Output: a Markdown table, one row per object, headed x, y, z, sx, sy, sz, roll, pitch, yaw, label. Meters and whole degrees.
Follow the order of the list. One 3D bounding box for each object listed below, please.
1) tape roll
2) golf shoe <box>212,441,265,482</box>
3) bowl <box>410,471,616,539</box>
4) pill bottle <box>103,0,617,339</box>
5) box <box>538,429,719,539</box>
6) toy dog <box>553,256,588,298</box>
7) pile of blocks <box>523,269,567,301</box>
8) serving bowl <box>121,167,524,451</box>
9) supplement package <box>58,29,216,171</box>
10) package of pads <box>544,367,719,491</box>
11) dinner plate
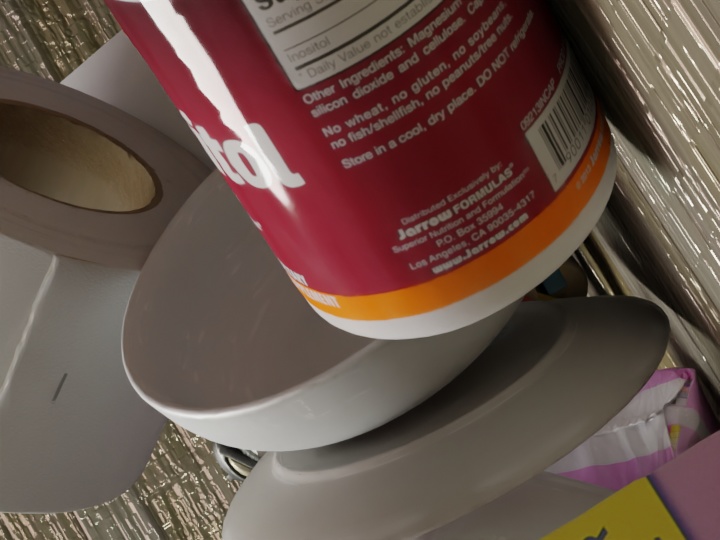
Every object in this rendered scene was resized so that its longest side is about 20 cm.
| x | y | z | sx | sy | sz | roll | pitch | yaw | label |
| --- | --- | --- | --- | --- | --- | --- | --- | --- | --- |
| -0.171 | 0.003 | 0.853 | 0.202 | 0.139 | 0.203 | 22 | -159 | -9 | tape roll |
| 0.023 | 0.093 | 0.947 | 0.200 | 0.094 | 0.078 | 12 | -127 | -27 | golf shoe |
| 0.105 | 0.156 | 0.687 | 0.200 | 0.075 | 0.200 | 18 | 144 | 9 | bowl |
| -0.012 | -0.085 | 0.511 | 0.200 | 0.113 | 0.113 | 57 | -178 | -31 | pill bottle |
| 0.125 | 0.129 | 0.379 | 0.176 | 0.097 | 0.200 | 59 | -177 | 23 | box |
| 0.117 | 0.085 | 0.975 | 0.200 | 0.096 | 0.132 | 58 | -174 | -22 | toy dog |
| 0.047 | 0.006 | 0.846 | 0.062 | 0.200 | 0.082 | 148 | 132 | -77 | pile of blocks |
| 0.000 | 0.000 | 0.717 | 0.066 | 0.200 | 0.200 | 51 | -175 | -30 | serving bowl |
| -0.040 | -0.063 | 1.001 | 0.191 | 0.147 | 0.200 | 58 | -153 | 5 | supplement package |
| 0.126 | 0.135 | 0.784 | 0.200 | 0.120 | 0.076 | 56 | -146 | -34 | package of pads |
| 0.029 | 0.054 | 0.704 | 0.024 | 0.200 | 0.200 | 64 | -179 | -12 | dinner plate |
